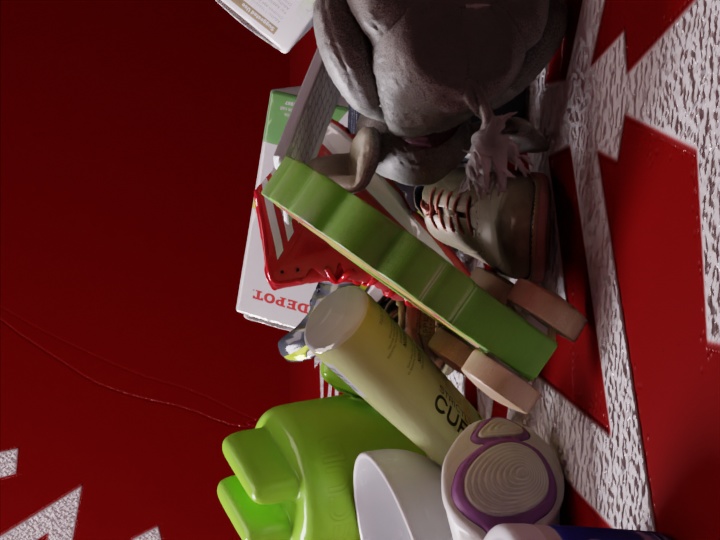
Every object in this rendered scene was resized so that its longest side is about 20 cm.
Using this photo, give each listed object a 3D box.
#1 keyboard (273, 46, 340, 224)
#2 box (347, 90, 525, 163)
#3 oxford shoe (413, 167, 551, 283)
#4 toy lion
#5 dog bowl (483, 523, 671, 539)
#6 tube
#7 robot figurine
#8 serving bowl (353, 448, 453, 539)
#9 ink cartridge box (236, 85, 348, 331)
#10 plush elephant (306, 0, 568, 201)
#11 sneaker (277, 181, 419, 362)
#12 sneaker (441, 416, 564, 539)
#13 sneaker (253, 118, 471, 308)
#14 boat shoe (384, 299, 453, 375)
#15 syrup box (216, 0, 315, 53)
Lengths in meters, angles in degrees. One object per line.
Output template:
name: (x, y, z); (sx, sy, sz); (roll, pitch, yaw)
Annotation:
keyboard: (-0.024, -0.119, 1.027); (0.056, 0.011, 0.200); (79, -158, -45)
box: (0.052, -0.157, 1.135); (0.200, 0.104, 0.149); (-167, 80, -83)
oxford shoe: (0.077, -0.031, 1.005); (0.200, 0.074, 0.071); (-140, 53, -81)
toy lion: (0.027, -0.001, 0.911); (0.069, 0.191, 0.200); (-56, 6, -1)
dog bowl: (0.100, 0.218, 0.712); (0.200, 0.078, 0.201); (-178, 90, -84)
tube: (0.042, 0.086, 1.015); (0.052, 0.200, 0.058); (7, 58, 49)
robot figurine: (-0.006, 0.152, 1.188); (0.116, 0.199, 0.176); (48, 138, 49)
serving bowl: (0.057, 0.211, 1.052); (0.200, 0.066, 0.201); (165, 90, -78)
ink cartridge box: (-0.013, -0.046, 1.341); (0.084, 0.144, 0.201); (-24, -53, -66)
plush elephant: (0.040, -0.119, 0.954); (0.155, 0.164, 0.201); (140, 122, -65)
sneaker: (-0.004, -0.006, 1.261); (0.200, 0.081, 0.074); (-48, -9, 19)
sneaker: (0.080, 0.179, 0.904); (0.100, 0.075, 0.201); (101, 169, -48)
sneaker: (0.000, 0.000, 1.122); (0.200, 0.115, 0.078); (50, 177, 1)
boat shoe: (0.048, 0.043, 1.260); (0.200, 0.068, 0.072); (112, 157, -75)
syrup box: (-0.021, -0.260, 1.112); (0.200, 0.081, 0.079); (-51, 2, 35)
